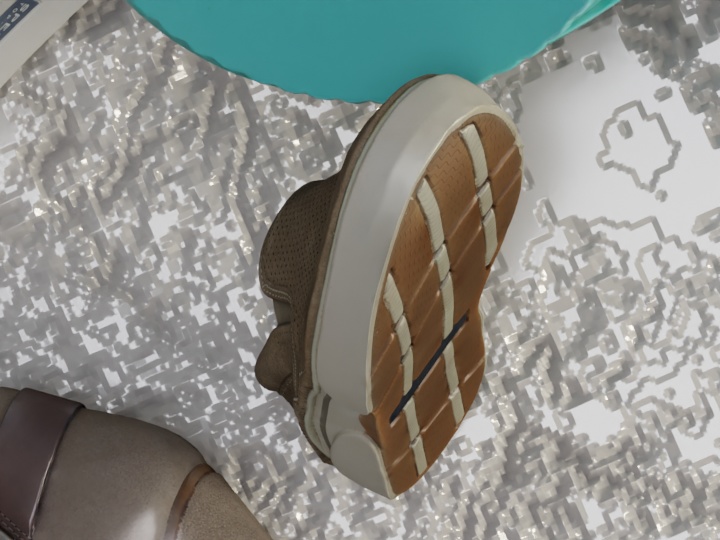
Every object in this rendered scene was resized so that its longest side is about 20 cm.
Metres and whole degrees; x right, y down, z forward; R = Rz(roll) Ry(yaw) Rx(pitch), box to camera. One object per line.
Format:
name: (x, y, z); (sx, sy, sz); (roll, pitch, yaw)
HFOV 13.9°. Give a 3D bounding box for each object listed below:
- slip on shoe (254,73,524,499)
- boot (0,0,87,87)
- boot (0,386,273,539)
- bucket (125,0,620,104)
slip on shoe: (0.000, 0.000, 0.797); (0.060, 0.200, 0.076); (35, 74, 14)
boot: (-0.149, -0.085, 0.878); (0.200, 0.073, 0.090); (-41, 74, 3)
boot: (-0.094, 0.141, 0.878); (0.146, 0.070, 0.201); (32, 94, 11)
bucket: (0.012, -0.149, 0.780); (0.206, 0.135, 0.209); (10, 119, 19)
